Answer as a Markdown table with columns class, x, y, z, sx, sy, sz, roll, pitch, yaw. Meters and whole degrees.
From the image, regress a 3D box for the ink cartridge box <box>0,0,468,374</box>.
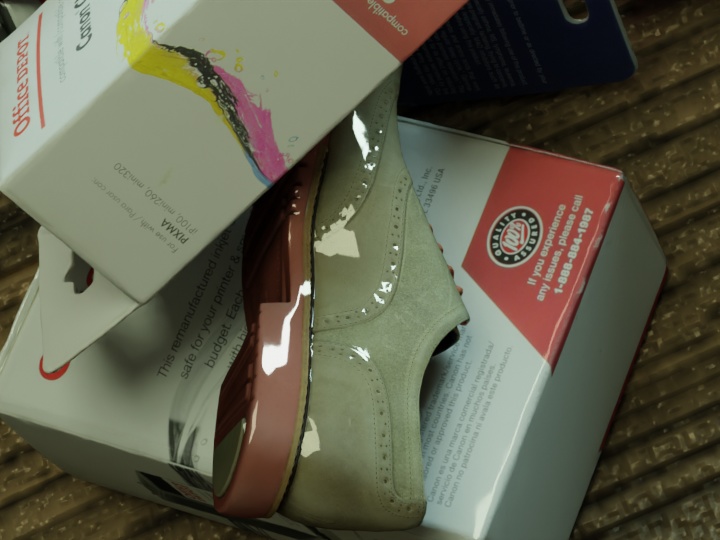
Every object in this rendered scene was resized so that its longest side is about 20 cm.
| class | x | y | z | sx | sy | sz | roll | pitch | yaw |
| --- | --- | --- | --- | --- | --- | --- | --- | --- | --- |
| ink cartridge box | -0.058 | -0.071 | 0.934 | 0.200 | 0.067 | 0.117 | -43 | 25 | 15 |

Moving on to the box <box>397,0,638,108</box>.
| class | x | y | z | sx | sy | sz | roll | pitch | yaw |
| --- | --- | --- | --- | --- | --- | --- | --- | --- | --- |
| box | -0.005 | -0.105 | 1.042 | 0.199 | 0.121 | 0.032 | -4 | 55 | 18 |

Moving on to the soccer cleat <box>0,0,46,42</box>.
| class | x | y | z | sx | sy | sz | roll | pitch | yaw |
| --- | --- | --- | --- | --- | --- | --- | --- | --- | --- |
| soccer cleat | -0.158 | -0.161 | 1.164 | 0.073 | 0.068 | 0.200 | -25 | 55 | -18 |

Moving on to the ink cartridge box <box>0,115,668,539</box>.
| class | x | y | z | sx | sy | sz | roll | pitch | yaw |
| --- | --- | --- | --- | --- | --- | --- | --- | --- | --- |
| ink cartridge box | -0.010 | 0.022 | 1.009 | 0.200 | 0.083 | 0.147 | 15 | 72 | 25 |

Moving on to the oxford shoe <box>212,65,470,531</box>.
| class | x | y | z | sx | sy | sz | roll | pitch | yaw |
| --- | --- | --- | --- | --- | --- | --- | --- | --- | --- |
| oxford shoe | 0.000 | 0.000 | 0.943 | 0.075 | 0.070 | 0.200 | 15 | 61 | -10 |
